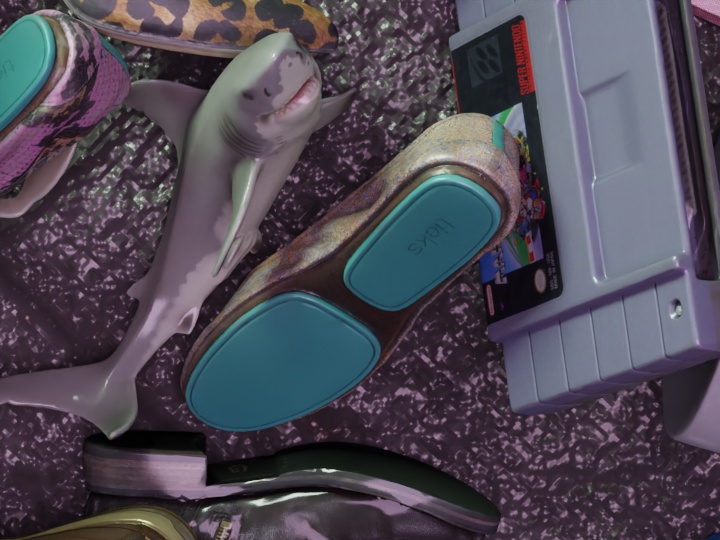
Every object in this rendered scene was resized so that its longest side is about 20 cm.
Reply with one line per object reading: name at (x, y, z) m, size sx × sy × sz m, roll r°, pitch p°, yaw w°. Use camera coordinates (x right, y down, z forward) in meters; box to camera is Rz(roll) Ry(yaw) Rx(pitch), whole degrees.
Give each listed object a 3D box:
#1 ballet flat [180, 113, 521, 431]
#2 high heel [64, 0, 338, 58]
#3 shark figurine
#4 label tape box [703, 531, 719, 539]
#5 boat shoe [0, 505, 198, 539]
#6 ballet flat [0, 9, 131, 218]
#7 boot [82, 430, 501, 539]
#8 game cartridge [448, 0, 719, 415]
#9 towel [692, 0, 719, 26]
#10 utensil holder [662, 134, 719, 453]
ballet flat at (0.000, 0.000, 1.271) m, size 0.068 × 0.067 × 0.200 m, roll 39°, pitch 127°, yaw -20°
high heel at (-0.092, -0.171, 1.248) m, size 0.200 × 0.071 × 0.143 m, roll 16°, pitch 101°, yaw 3°
shark figurine at (-0.080, -0.032, 1.273) m, size 0.089 × 0.128 × 0.214 m, roll 35°, pitch 114°, yaw 6°
label tape box at (0.185, 0.217, 1.320) m, size 0.143 × 0.066 × 0.200 m, roll -26°, pitch 96°, yaw -1°
boat shoe at (-0.164, 0.149, 1.257) m, size 0.200 × 0.068 × 0.072 m, roll -19°, pitch 89°, yaw 21°
ballet flat at (-0.175, -0.033, 1.258) m, size 0.200 × 0.069 × 0.071 m, roll -37°, pitch 140°, yaw 18°
boot at (-0.044, 0.163, 1.298) m, size 0.200 × 0.069 × 0.174 m, roll 5°, pitch 96°, yaw 5°
game cartridge at (0.091, -0.050, 1.229) m, size 0.038 × 0.130 × 0.200 m, roll 3°, pitch 73°, yaw -39°
towel at (0.167, -0.211, 1.293) m, size 0.144 × 0.023 × 0.200 m, roll 24°, pitch 92°, yaw -5°
utensil holder at (0.243, 0.019, 1.251) m, size 0.200 × 0.170 × 0.170 m, roll 13°, pitch 95°, yaw -4°
